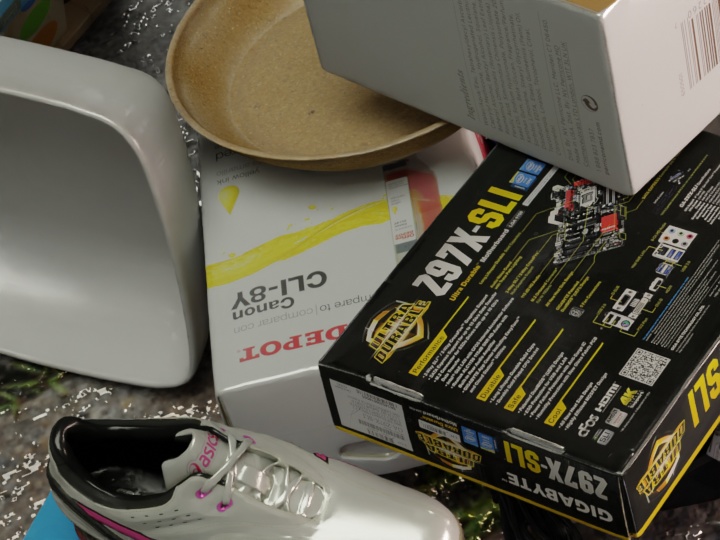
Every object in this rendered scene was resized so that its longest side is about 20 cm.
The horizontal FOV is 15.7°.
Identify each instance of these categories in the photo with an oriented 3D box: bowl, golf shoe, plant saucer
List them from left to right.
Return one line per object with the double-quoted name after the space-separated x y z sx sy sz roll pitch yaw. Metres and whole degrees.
-0.166 -0.042 1.343 0.200 0.200 0.075 12 46 21 "bowl"
-0.053 0.111 1.198 0.200 0.092 0.073 6 60 18 "golf shoe"
0.001 -0.111 1.329 0.200 0.035 0.200 -10 42 9 "plant saucer"

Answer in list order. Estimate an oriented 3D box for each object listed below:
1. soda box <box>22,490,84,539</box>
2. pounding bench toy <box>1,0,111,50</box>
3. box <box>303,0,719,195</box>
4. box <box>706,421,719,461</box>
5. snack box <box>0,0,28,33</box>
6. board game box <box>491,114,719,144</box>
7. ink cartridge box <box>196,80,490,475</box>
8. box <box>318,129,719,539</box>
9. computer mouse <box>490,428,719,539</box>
-0.065 0.160 1.265 0.200 0.064 0.068 18 66 24 "soda box"
-0.244 -0.203 1.455 0.200 0.156 0.124 35 72 9 "pounding bench toy"
0.089 -0.147 1.229 0.200 0.106 0.152 25 55 36 "box"
0.270 0.034 1.208 0.158 0.050 0.200 25 57 10 "box"
-0.236 -0.221 1.358 0.200 0.037 0.116 34 72 9 "snack box"
0.169 -0.119 1.376 0.200 0.045 0.134 -44 59 -12 "board game box"
0.000 0.000 1.308 0.145 0.083 0.200 -13 45 6 "ink cartridge box"
0.102 0.012 1.173 0.160 0.049 0.200 17 53 32 "box"
0.145 0.068 1.278 0.200 0.046 0.140 -30 44 -4 "computer mouse"
